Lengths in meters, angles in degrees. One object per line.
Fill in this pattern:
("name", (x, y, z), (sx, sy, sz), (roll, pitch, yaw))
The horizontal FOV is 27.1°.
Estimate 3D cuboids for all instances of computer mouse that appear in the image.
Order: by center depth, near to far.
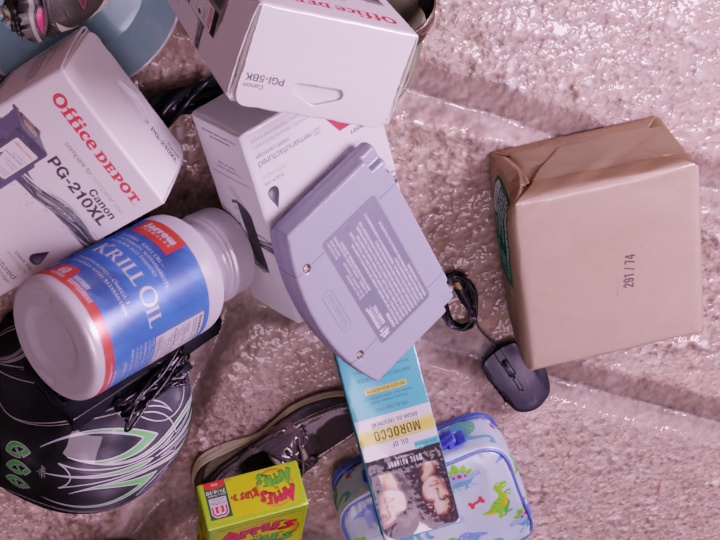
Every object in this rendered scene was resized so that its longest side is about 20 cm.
("computer mouse", (0.137, 0.078, 1.530), (0.058, 0.034, 0.200), (-34, 121, 10))

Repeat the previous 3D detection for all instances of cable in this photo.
("cable", (-0.144, -0.082, 1.361), (0.161, 0.051, 0.202), (9, 118, -17))

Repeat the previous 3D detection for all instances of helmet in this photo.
("helmet", (-0.254, 0.130, 1.396), (0.188, 0.201, 0.202), (10, 120, 2))

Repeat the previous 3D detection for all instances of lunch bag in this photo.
("lunch bag", (0.076, 0.246, 1.591), (0.198, 0.083, 0.162), (-24, 124, 3))

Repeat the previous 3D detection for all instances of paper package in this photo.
("paper package", (0.229, -0.024, 1.446), (0.188, 0.104, 0.202), (-13, 124, -4))

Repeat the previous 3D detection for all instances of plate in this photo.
("plate", (-0.247, -0.245, 1.254), (0.197, 0.026, 0.202), (-6, 121, -9))

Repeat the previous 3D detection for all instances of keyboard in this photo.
("keyboard", (-0.194, 0.068, 1.324), (0.104, 0.199, 0.040), (46, 136, 9))

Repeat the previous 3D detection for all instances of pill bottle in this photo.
("pill bottle", (-0.188, 0.019, 1.279), (0.199, 0.111, 0.113), (-32, 135, -41))

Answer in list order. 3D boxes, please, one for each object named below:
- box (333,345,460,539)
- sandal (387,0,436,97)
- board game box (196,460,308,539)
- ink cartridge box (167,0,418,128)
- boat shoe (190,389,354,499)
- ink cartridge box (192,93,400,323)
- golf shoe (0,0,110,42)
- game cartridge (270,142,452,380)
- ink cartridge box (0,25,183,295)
("box", (0.035, 0.162, 1.496), (0.081, 0.049, 0.203), (-15, 93, -2))
("sandal", (0.034, -0.237, 1.300), (0.079, 0.058, 0.203), (10, 119, -17))
("board game box", (-0.112, 0.258, 1.512), (0.100, 0.048, 0.201), (-13, 156, -12))
("ink cartridge box", (-0.061, -0.207, 1.199), (0.145, 0.201, 0.084), (6, 121, -30))
("boat shoe", (-0.080, 0.192, 1.533), (0.198, 0.065, 0.074), (-29, 121, 5))
("ink cartridge box", (-0.047, -0.078, 1.335), (0.144, 0.083, 0.202), (-33, 128, -24))
("golf shoe", (-0.258, -0.284, 1.182), (0.087, 0.077, 0.202), (-22, 128, -22))
("game cartridge", (0.000, 0.000, 1.329), (0.133, 0.040, 0.201), (-46, 132, -18))
("ink cartridge box", (-0.273, -0.089, 1.273), (0.198, 0.085, 0.145), (-27, 116, 22))
